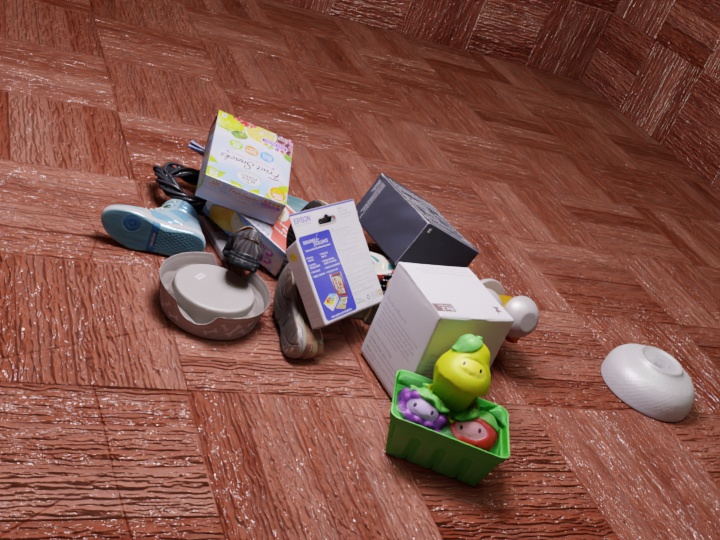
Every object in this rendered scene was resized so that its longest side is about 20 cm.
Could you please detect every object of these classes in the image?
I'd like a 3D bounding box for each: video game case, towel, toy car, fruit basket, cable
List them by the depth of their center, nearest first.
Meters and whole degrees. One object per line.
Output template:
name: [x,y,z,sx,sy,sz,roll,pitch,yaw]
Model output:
fruit basket: [0.150,0.211,1.417,0.214,0.217,0.156,21,28,-3]
toy car: [0.233,0.097,1.733,0.199,0.151,0.175,11,12,-28]
video game case: [-0.224,-0.074,1.834,0.199,0.023,0.182,1,35,-33]
cable: [-0.345,-0.167,1.851,0.199,0.051,0.163,22,29,-2]
towel: [-0.273,-0.205,1.910,0.144,0.024,0.200,31,-4,27]

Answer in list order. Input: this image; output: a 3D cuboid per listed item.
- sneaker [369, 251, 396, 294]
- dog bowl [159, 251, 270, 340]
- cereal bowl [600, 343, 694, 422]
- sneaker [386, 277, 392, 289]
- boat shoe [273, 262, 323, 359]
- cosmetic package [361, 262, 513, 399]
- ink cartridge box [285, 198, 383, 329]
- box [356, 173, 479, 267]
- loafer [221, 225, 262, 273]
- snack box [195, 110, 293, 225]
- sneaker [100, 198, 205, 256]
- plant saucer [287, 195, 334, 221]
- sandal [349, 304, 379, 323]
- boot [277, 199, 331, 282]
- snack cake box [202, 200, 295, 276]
sneaker: [0.001,0.000,1.821,0.199,0.071,0.093,2,31,-41]
dog bowl: [-0.261,0.046,1.559,0.199,0.059,0.201,18,27,-9]
cereal bowl: [0.612,0.219,1.859,0.199,0.084,0.201,18,28,-10]
sneaker: [0.092,0.047,1.779,0.092,0.076,0.200,25,0,34]
boat shoe: [-0.108,0.076,1.591,0.071,0.076,0.201,16,47,-31]
cosmetic package: [0.131,0.115,1.565,0.164,0.201,0.165,4,31,-33]
ink cartridge box: [-0.050,-0.015,1.595,0.197,0.047,0.201,-19,89,-53]
box: [0.116,-0.080,1.924,0.199,0.124,0.199,26,18,-46]
loafer: [-0.209,-0.045,1.640,0.072,0.073,0.200,21,2,-17]
snack box: [-0.224,-0.203,1.745,0.168,0.068,0.201,20,45,-19]
sneaker: [-0.395,-0.096,1.693,0.199,0.080,0.131,21,28,-24]
plant saucer: [-0.115,-0.098,1.917,0.199,0.028,0.200,27,22,-12]
sandal: [-0.032,0.046,1.715,0.210,0.078,0.070,19,22,-23]
boot: [-0.082,-0.052,1.711,0.077,0.201,0.138,35,27,19]
snack cake box: [-0.199,-0.098,1.766,0.200,0.067,0.115,41,39,5]
